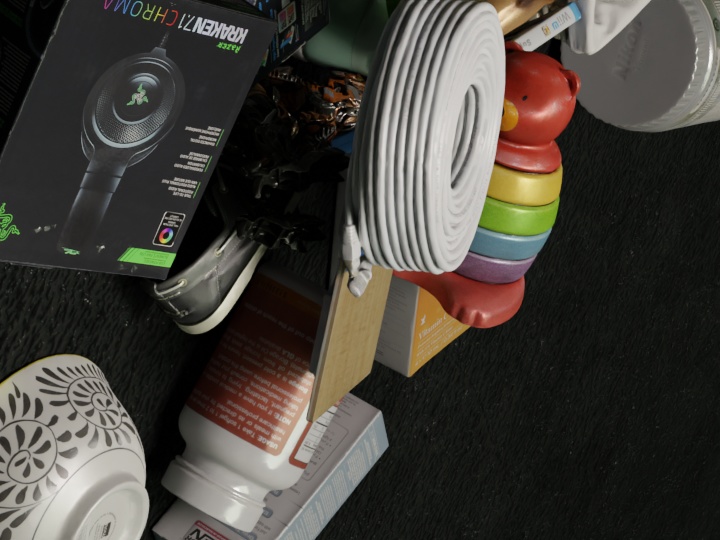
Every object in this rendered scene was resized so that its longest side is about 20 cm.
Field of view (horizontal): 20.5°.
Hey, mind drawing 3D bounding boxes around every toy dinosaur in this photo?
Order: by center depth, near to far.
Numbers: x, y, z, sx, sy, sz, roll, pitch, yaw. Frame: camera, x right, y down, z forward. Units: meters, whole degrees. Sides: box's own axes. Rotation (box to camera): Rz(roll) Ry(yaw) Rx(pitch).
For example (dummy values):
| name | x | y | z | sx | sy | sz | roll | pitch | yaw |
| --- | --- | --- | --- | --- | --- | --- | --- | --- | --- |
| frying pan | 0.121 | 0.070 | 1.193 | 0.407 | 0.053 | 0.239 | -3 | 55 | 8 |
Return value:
| name | x | y | z | sx | sy | sz | roll | pitch | yaw |
| --- | --- | --- | --- | --- | --- | --- | --- | --- | --- |
| toy dinosaur | -0.071 | -0.091 | 1.444 | 0.199 | 0.136 | 0.102 | -23 | 150 | -9 |

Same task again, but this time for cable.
| name | x | y | z | sx | sy | sz | roll | pitch | yaw |
| --- | --- | --- | --- | --- | --- | --- | --- | --- | --- |
| cable | 0.049 | -0.098 | 1.406 | 0.200 | 0.069 | 0.201 | -53 | 150 | -56 |

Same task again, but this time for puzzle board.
| name | x | y | z | sx | sy | sz | roll | pitch | yaw |
| --- | --- | --- | --- | --- | --- | --- | --- | --- | --- |
| puzzle board | 0.000 | 0.000 | 1.495 | 0.151 | 0.017 | 0.201 | -34 | 138 | -70 |

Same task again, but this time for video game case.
| name | x | y | z | sx | sy | sz | roll | pitch | yaw |
| --- | --- | --- | --- | --- | --- | --- | --- | --- | --- |
| video game case | 0.077 | -0.157 | 1.643 | 0.200 | 0.143 | 0.018 | -36 | 100 | -42 |

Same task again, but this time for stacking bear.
| name | x | y | z | sx | sy | sz | roll | pitch | yaw |
| --- | --- | --- | --- | --- | --- | --- | --- | --- | --- |
| stacking bear | 0.108 | -0.077 | 1.557 | 0.113 | 0.121 | 0.201 | -17 | 133 | -49 |

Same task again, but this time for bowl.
| name | x | y | z | sx | sy | sz | roll | pitch | yaw |
| --- | --- | --- | --- | --- | --- | --- | --- | --- | --- |
| bowl | -0.216 | 0.170 | 1.446 | 0.201 | 0.094 | 0.202 | -42 | 146 | -37 |

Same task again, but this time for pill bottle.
| name | x | y | z | sx | sy | sz | roll | pitch | yaw |
| --- | --- | --- | --- | --- | --- | --- | --- | --- | --- |
| pill bottle | -0.077 | 0.103 | 1.612 | 0.201 | 0.112 | 0.112 | -61 | 154 | -3 |

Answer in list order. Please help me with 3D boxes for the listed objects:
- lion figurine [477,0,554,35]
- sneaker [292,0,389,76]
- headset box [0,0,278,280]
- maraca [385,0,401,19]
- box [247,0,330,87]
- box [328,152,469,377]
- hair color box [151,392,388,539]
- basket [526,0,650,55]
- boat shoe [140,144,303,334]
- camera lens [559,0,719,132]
| name | x | y | z | sx | sy | sz | roll | pitch | yaw |
| --- | --- | --- | --- | --- | --- | --- | --- | --- | --- |
| lion figurine | 0.110 | -0.213 | 1.601 | 0.200 | 0.072 | 0.122 | -48 | -164 | 1 |
| sneaker | 0.048 | -0.200 | 1.550 | 0.200 | 0.118 | 0.074 | -41 | 145 | -38 |
| headset box | -0.173 | -0.096 | 1.229 | 0.174 | 0.093 | 0.201 | 9 | 112 | -50 |
| maraca | 0.020 | -0.276 | 1.423 | 0.106 | 0.137 | 0.201 | -6 | 123 | -7 |
| box | -0.090 | -0.214 | 1.369 | 0.159 | 0.046 | 0.201 | -44 | 148 | -32 |
| box | 0.049 | -0.032 | 1.729 | 0.124 | 0.097 | 0.201 | -36 | 143 | -42 |
| hair color box | -0.075 | 0.185 | 1.705 | 0.200 | 0.099 | 0.061 | -49 | 151 | -25 |
| basket | 0.203 | -0.305 | 1.726 | 0.200 | 0.123 | 0.136 | -46 | 149 | -32 |
| boat shoe | -0.095 | -0.053 | 1.488 | 0.068 | 0.072 | 0.201 | 42 | 69 | -37 |
| camera lens | 0.302 | -0.219 | 1.940 | 0.200 | 0.159 | 0.161 | -15 | 127 | -56 |
